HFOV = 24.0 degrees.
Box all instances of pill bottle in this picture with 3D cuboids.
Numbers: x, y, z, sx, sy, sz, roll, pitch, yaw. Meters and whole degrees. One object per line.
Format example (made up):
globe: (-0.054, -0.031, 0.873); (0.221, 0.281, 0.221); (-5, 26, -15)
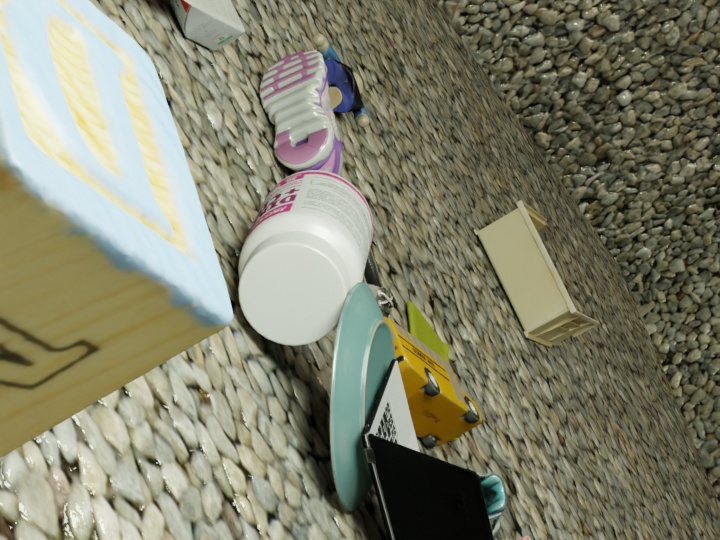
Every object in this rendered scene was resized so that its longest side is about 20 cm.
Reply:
pill bottle: (-0.050, -0.012, 1.545); (0.114, 0.113, 0.200); (57, 14, -14)

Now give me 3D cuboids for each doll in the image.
doll: (-0.031, -0.247, 2.218); (0.137, 0.048, 0.200); (62, 14, 2)

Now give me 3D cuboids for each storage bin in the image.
storage bin: (0.289, 0.011, 2.752); (0.201, 0.093, 0.198); (64, 14, 16)

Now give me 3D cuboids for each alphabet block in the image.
alphabet block: (-0.210, -0.033, 0.838); (0.196, 0.199, 0.196); (42, 22, -53)

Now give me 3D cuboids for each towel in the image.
towel: (0.085, 0.114, 1.977); (0.086, 0.018, 0.200); (55, 15, -25)

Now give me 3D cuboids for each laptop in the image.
laptop: (0.079, 0.201, 1.452); (0.200, 0.115, 0.188); (-65, 146, -60)

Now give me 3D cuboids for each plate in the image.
plate: (0.007, 0.111, 1.489); (0.200, 0.025, 0.202); (1, 90, -78)

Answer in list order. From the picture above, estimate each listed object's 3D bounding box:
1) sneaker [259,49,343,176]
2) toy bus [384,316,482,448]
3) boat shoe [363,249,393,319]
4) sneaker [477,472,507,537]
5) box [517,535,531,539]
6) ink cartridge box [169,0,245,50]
sneaker: (-0.059, -0.165, 1.916); (0.089, 0.080, 0.201); (56, 18, -44)
toy bus: (0.056, 0.120, 1.763); (0.200, 0.065, 0.079); (37, 25, -57)
boat shoe: (0.000, 0.000, 1.817); (0.201, 0.057, 0.067); (65, 14, 17)
sneaker: (0.114, 0.241, 1.680); (0.078, 0.086, 0.200); (66, 15, 19)
box: (0.155, 0.361, 1.570); (0.201, 0.094, 0.103); (63, 13, 8)
ink cartridge box: (-0.208, -0.324, 1.762); (0.162, 0.050, 0.200); (64, 18, 14)
